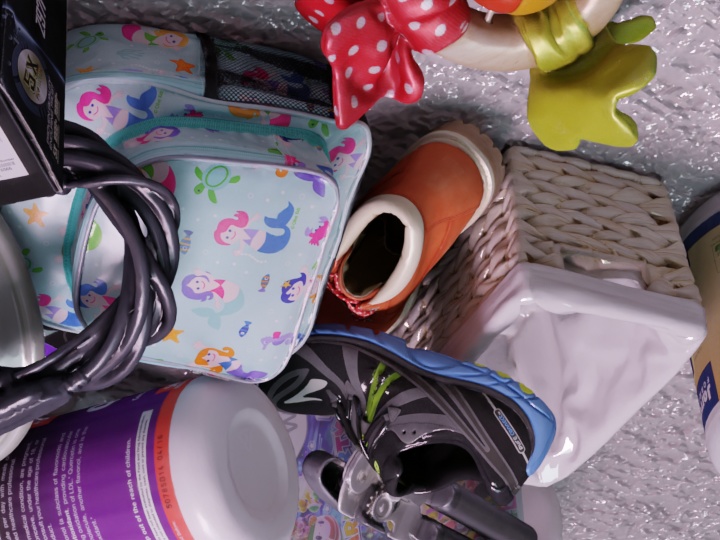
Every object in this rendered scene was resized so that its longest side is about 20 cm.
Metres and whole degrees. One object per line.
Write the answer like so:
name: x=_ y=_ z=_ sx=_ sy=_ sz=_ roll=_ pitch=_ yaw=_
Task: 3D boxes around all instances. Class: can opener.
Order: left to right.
can opener: x=0.039 y=0.154 z=1.235 sx=0.067 sy=0.054 sz=0.200 roll=18 pitch=170 yaw=41

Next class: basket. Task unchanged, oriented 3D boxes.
basket: x=0.107 y=0.031 z=1.198 sx=0.134 sy=0.124 sz=0.200 roll=12 pitch=141 yaw=-22

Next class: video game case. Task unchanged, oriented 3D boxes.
video game case: x=0.024 y=0.130 z=1.272 sx=0.198 sy=0.145 sz=0.018 roll=-5 pitch=180 yaw=-34

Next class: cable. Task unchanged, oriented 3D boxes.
cable: x=-0.183 y=-0.005 z=0.969 sx=0.199 sy=0.164 sz=0.051 roll=-27 pitch=178 yaw=14

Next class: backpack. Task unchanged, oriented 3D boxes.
backpack: x=-0.106 y=-0.038 z=1.050 sx=0.198 sy=0.151 sz=0.179 roll=14 pitch=118 yaw=-12

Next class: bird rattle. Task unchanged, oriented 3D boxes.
bird rattle: x=0.067 y=-0.151 z=0.995 sx=0.198 sy=0.113 sz=0.164 roll=15 pitch=130 yaw=-6

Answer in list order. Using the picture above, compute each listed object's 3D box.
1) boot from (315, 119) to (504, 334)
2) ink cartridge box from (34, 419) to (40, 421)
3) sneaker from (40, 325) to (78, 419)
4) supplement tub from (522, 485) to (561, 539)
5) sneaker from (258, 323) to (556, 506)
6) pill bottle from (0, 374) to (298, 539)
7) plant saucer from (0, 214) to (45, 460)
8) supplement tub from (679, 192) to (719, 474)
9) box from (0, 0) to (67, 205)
boot: x=0.000 y=0.000 z=1.143 sx=0.075 sy=0.107 sz=0.200 roll=40 pitch=132 yaw=4
ink cartridge box: x=-0.255 y=0.128 z=1.305 sx=0.199 sy=0.044 sz=0.197 roll=19 pitch=158 yaw=-31
sneaker: x=-0.242 y=-0.001 z=1.139 sx=0.199 sy=0.070 sz=0.100 roll=28 pitch=115 yaw=-3
supplement tub: x=0.062 y=0.227 z=1.434 sx=0.143 sy=0.146 sz=0.201 roll=3 pitch=144 yaw=-11
sneaker: x=0.017 y=0.087 z=1.115 sx=0.198 sy=0.083 sz=0.071 roll=14 pitch=156 yaw=31
pill bottle: x=-0.142 y=0.133 z=1.104 sx=0.198 sy=0.113 sz=0.112 roll=-16 pitch=144 yaw=26
plant saucer: x=-0.262 y=0.025 z=1.050 sx=0.200 sy=0.201 sz=0.050 roll=-40 pitch=173 yaw=39
supplement tub: x=0.278 y=0.055 z=1.187 sx=0.143 sy=0.202 sz=0.145 roll=-3 pitch=145 yaw=-2
box: x=-0.249 y=-0.107 z=0.925 sx=0.198 sy=0.165 sz=0.086 roll=-10 pitch=144 yaw=8
